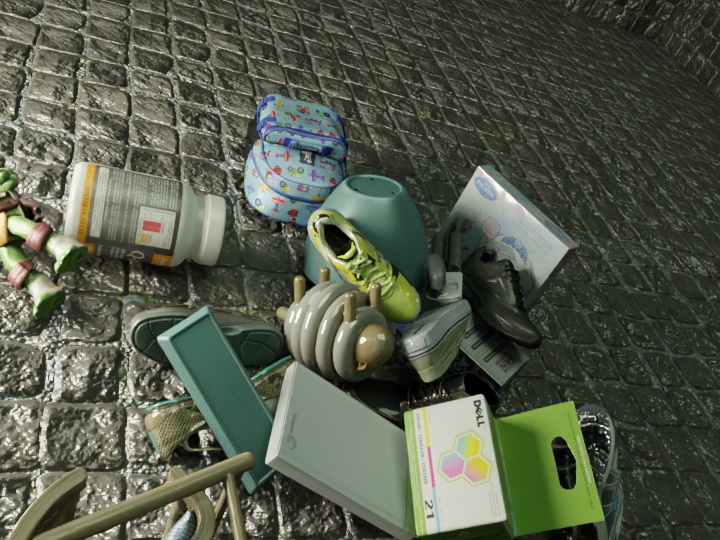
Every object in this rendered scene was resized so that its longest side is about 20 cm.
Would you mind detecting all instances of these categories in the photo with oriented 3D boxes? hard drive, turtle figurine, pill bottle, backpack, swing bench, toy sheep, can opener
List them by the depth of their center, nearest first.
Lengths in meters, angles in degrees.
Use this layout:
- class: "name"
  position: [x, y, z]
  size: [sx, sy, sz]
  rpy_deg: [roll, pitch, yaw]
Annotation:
- class: "swing bench"
  position: [-0.188, 0.259, 0.556]
  size: [0.196, 0.201, 0.131]
  rpy_deg: [4, 42, -29]
- class: "turtle figurine"
  position: [-0.428, -0.041, 0.808]
  size: [0.192, 0.200, 0.145]
  rpy_deg: [35, 71, 4]
- class: "hard drive"
  position: [-0.012, 0.208, 0.817]
  size: [0.198, 0.027, 0.133]
  rpy_deg: [35, 35, -21]
- class: "toy sheep"
  position: [-0.036, 0.074, 0.918]
  size: [0.197, 0.141, 0.136]
  rpy_deg: [18, 25, 41]
- class: "pill bottle"
  position: [-0.286, -0.069, 0.946]
  size: [0.195, 0.118, 0.118]
  rpy_deg: [10, 40, -21]
- class: "can opener"
  position: [0.128, -0.018, 1.069]
  size: [0.052, 0.068, 0.201]
  rpy_deg: [0, 29, 9]
- class: "backpack"
  position: [-0.104, -0.173, 1.171]
  size: [0.178, 0.136, 0.203]
  rpy_deg: [12, 42, -18]

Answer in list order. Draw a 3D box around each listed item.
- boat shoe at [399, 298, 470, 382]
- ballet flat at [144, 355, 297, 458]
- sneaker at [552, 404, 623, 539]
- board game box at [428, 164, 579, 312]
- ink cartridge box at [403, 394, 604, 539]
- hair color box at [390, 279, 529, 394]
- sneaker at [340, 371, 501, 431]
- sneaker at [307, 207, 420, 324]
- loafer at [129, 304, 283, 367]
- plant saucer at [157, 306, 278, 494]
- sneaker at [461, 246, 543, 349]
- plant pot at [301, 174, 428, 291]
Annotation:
- class: "boat shoe"
  position: [0.105, 0.091, 0.949]
  size: [0.199, 0.071, 0.063]
  rpy_deg: [-29, 99, -61]
- class: "ballet flat"
  position: [-0.148, 0.164, 0.816]
  size: [0.197, 0.068, 0.077]
  rpy_deg: [-17, 76, -36]
- class: "sneaker"
  position: [0.292, 0.269, 0.890]
  size: [0.085, 0.206, 0.077]
  rpy_deg: [6, -1, -42]
- class: "board game box"
  position: [0.217, -0.028, 1.143]
  size: [0.043, 0.201, 0.200]
  rpy_deg: [-13, 53, -46]
- class: "ink cartridge box"
  position: [0.158, 0.221, 0.809]
  size: [0.196, 0.076, 0.150]
  rpy_deg: [-16, 52, 14]
- class: "hair color box"
  position: [0.145, 0.102, 1.062]
  size: [0.199, 0.061, 0.099]
  rpy_deg: [42, 40, 19]
- class: "sneaker"
  position: [0.078, 0.160, 0.914]
  size: [0.196, 0.107, 0.076]
  rpy_deg: [19, 37, -12]
- class: "sneaker"
  position: [0.000, 0.000, 0.952]
  size: [0.199, 0.076, 0.076]
  rpy_deg: [42, 5, -1]
- class: "loafer"
  position: [-0.195, 0.079, 0.886]
  size: [0.196, 0.073, 0.063]
  rpy_deg: [10, 19, -32]
- class: "plant saucer"
  position: [-0.143, 0.142, 0.780]
  size: [0.069, 0.019, 0.203]
  rpy_deg: [-33, 96, -32]
- class: "sneaker"
  position: [0.210, 0.035, 1.059]
  size: [0.075, 0.091, 0.201]
  rpy_deg: [28, 17, -46]
- class: "plant pot"
  position: [0.014, -0.064, 1.065]
  size: [0.195, 0.138, 0.201]
  rpy_deg: [6, 28, -3]
